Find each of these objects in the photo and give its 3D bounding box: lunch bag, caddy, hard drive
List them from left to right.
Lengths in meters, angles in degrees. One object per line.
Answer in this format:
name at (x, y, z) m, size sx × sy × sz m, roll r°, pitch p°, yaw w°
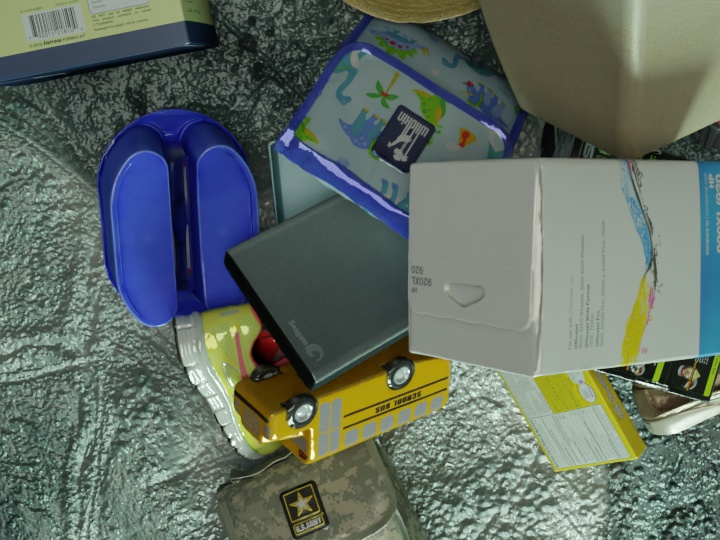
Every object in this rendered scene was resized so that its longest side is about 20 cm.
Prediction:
caddy at (-0.164, -0.044, 0.982) m, size 0.141 × 0.105 × 0.201 m, roll -6°, pitch 109°, yaw -16°
lunch bag at (-0.027, 0.255, 1.018) m, size 0.163 × 0.118 × 0.201 m, roll -25°, pitch 103°, yaw 5°
hard drive at (0.000, 0.000, 0.945) m, size 0.199 × 0.033 × 0.140 m, roll -29°, pitch 73°, yaw -25°
lunch bag at (0.036, -0.113, 0.902) m, size 0.170 × 0.200 × 0.128 m, roll 32°, pitch 135°, yaw -2°

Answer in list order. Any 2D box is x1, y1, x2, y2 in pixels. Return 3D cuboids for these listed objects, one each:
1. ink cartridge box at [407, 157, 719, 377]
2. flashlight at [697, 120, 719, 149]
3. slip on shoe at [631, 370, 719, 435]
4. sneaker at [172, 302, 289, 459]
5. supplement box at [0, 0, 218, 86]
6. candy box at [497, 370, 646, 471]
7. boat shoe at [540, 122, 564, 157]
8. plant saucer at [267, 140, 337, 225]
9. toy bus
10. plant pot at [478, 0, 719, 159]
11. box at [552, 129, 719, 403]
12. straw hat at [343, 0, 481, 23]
ink cartridge box at (0.154, -0.009, 0.793) m, size 0.199 × 0.147 × 0.146 m, roll -3°, pitch 94°, yaw -34°
flashlight at (0.333, -0.187, 0.898) m, size 0.067 × 0.068 × 0.201 m, roll -1°, pitch 139°, yaw -2°
slip on shoe at (0.349, 0.086, 1.001) m, size 0.199 × 0.076 × 0.061 m, roll -25°, pitch 101°, yaw 14°
sneaker at (-0.095, 0.102, 0.982) m, size 0.090 × 0.078 × 0.200 m, roll -23°, pitch 139°, yaw 0°
supplement box at (-0.248, -0.275, 0.927) m, size 0.199 × 0.134 × 0.201 m, roll -10°, pitch 100°, yaw 4°
candy box at (0.176, 0.094, 1.002) m, size 0.102 × 0.026 × 0.201 m, roll -21°, pitch 103°, yaw 50°
boat shoe at (0.198, -0.061, 0.982) m, size 0.074 × 0.062 × 0.201 m, roll -5°, pitch 97°, yaw -12°
plant saucer at (-0.043, -0.025, 1.023) m, size 0.069 × 0.019 × 0.201 m, roll -4°, pitch 99°, yaw 3°
toy bus at (-0.014, 0.111, 0.963) m, size 0.199 × 0.065 × 0.079 m, roll -17°, pitch 124°, yaw -34°
plant pot at (0.211, -0.205, 0.835) m, size 0.199 × 0.200 × 0.178 m, roll -24°, pitch 128°, yaw -24°
box at (0.241, -0.005, 0.940) m, size 0.192 × 0.048 × 0.201 m, roll 15°, pitch 91°, yaw -14°
straw hat at (0.056, -0.296, 0.931) m, size 0.200 × 0.085 × 0.202 m, roll 0°, pitch 87°, yaw 5°
